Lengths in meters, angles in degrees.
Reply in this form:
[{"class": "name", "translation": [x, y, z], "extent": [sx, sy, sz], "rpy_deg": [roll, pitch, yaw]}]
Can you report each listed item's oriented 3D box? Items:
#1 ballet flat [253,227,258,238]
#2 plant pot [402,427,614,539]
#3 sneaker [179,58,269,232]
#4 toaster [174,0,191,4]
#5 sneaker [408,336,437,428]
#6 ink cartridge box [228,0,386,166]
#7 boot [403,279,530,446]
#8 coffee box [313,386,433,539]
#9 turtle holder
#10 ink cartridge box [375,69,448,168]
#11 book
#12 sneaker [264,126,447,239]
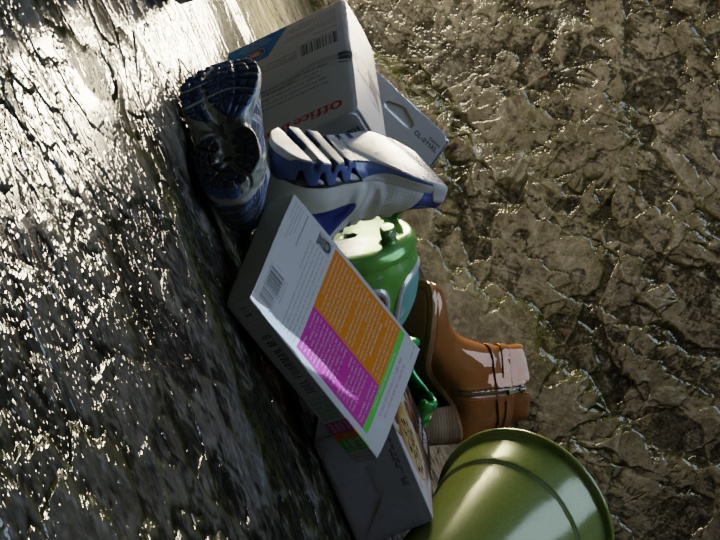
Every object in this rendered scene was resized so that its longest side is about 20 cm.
[{"class": "ballet flat", "translation": [-0.059, 0.037, 1.448], "extent": [0.201, 0.067, 0.063], "rpy_deg": [59, 40, -40]}, {"class": "plant pot", "translation": [0.116, 0.280, 1.450], "extent": [0.189, 0.198, 0.202], "rpy_deg": [-30, 99, -54]}, {"class": "sneaker", "translation": [-0.118, -0.112, 1.371], "extent": [0.202, 0.076, 0.086], "rpy_deg": [-94, 173, -46]}, {"class": "toaster", "translation": [-0.162, -0.347, 1.525], "extent": [0.200, 0.112, 0.131], "rpy_deg": [-95, 165, -75]}, {"class": "sneaker", "translation": [0.041, 0.162, 1.611], "extent": [0.074, 0.082, 0.203], "rpy_deg": [-51, 137, -70]}, {"class": "ink cartridge box", "translation": [-0.057, -0.171, 1.585], "extent": [0.086, 0.145, 0.201], "rpy_deg": [55, 19, -41]}, {"class": "boot", "translation": [0.124, 0.098, 1.741], "extent": [0.074, 0.153, 0.203], "rpy_deg": [29, -56, 58]}, {"class": "coffee box", "translation": [0.015, 0.167, 1.478], "extent": [0.200, 0.079, 0.114], "rpy_deg": [-83, 150, -75]}, {"class": "turtle holder", "translation": [-0.009, 0.004, 1.574], "extent": [0.185, 0.139, 0.133], "rpy_deg": [-137, -146, -66]}, {"class": "ink cartridge box", "translation": [-0.001, -0.161, 1.866], "extent": [0.145, 0.083, 0.200], "rpy_deg": [41, -16, -13]}, {"class": "book", "translation": [-0.031, 0.052, 1.321], "extent": [0.201, 0.048, 0.134], "rpy_deg": [54, 35, -28]}, {"class": "sneaker", "translation": [-0.024, -0.069, 1.465], "extent": [0.197, 0.116, 0.081], "rpy_deg": [4, 34, -37]}]
